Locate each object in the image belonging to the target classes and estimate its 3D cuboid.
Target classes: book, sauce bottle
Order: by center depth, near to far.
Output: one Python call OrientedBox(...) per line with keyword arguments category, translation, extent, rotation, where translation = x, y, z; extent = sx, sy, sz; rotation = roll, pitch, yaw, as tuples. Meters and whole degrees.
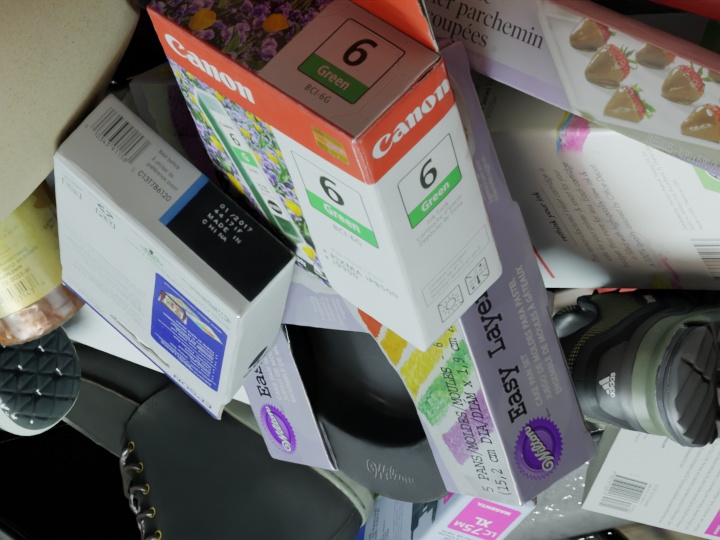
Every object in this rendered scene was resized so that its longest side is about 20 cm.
OrientedBox(category="sauce bottle", translation=(-0.189, -0.060, 1.272), extent=(0.066, 0.066, 0.200), rotation=(-13, 121, 31))
OrientedBox(category="book", translation=(0.223, 0.106, 1.449), extent=(0.200, 0.048, 0.134), rotation=(14, 148, -2))

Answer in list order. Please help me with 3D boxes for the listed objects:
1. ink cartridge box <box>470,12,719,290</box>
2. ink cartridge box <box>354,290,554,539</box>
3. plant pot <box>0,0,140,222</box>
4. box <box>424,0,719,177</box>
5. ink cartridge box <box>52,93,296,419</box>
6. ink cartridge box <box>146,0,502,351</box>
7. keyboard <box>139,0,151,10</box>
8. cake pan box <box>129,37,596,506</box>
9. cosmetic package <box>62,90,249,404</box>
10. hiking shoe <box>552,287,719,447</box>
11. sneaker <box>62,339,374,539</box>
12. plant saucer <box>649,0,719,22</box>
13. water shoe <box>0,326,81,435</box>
OrientedBox(category="ink cartridge box", translation=(0.105, -0.049, 1.222), extent=(0.200, 0.067, 0.117), rotation=(1, 145, 31))
OrientedBox(category="ink cartridge box", translation=(0.037, 0.102, 1.427), extent=(0.042, 0.120, 0.200), rotation=(16, 146, -12))
OrientedBox(category="plant pot", translation=(-0.165, -0.110, 1.116), extent=(0.134, 0.200, 0.200), rotation=(-26, 139, 3))
OrientedBox(category="box", translation=(0.087, -0.085, 1.131), extent=(0.200, 0.039, 0.041), rotation=(26, -164, 26))
OrientedBox(category="ink cartridge box", translation=(-0.079, -0.001, 1.184), extent=(0.099, 0.039, 0.200), rotation=(41, 165, 5))
OrientedBox(category="ink cartridge box", translation=(-0.018, -0.065, 1.033), extent=(0.109, 0.050, 0.200), rotation=(34, 160, 31))
OrientedBox(category="keyboard", translation=(-0.101, -0.166, 1.170), extent=(0.200, 0.021, 0.127), rotation=(33, 146, -30))
OrientedBox(category="cake pan box", translation=(0.000, 0.000, 1.210), extent=(0.184, 0.052, 0.200), rotation=(9, 123, 54))
OrientedBox(category="cosmetic package", translation=(-0.047, 0.005, 1.371), extent=(0.200, 0.052, 0.151), rotation=(21, 143, -14))
OrientedBox(category="hiking shoe", translation=(0.135, 0.028, 1.281), extent=(0.101, 0.076, 0.200), rotation=(8, -172, 22))
OrientedBox(category="sneaker", translation=(-0.103, 0.107, 1.442), extent=(0.200, 0.106, 0.075), rotation=(25, 151, 24))
OrientedBox(category="plant saucer", translation=(0.065, -0.137, 1.044), extent=(0.199, 0.037, 0.200), rotation=(20, -178, 25))
OrientedBox(category="water shoe", translation=(-0.211, -0.004, 1.352), extent=(0.079, 0.071, 0.200), rotation=(-4, 119, 54))
